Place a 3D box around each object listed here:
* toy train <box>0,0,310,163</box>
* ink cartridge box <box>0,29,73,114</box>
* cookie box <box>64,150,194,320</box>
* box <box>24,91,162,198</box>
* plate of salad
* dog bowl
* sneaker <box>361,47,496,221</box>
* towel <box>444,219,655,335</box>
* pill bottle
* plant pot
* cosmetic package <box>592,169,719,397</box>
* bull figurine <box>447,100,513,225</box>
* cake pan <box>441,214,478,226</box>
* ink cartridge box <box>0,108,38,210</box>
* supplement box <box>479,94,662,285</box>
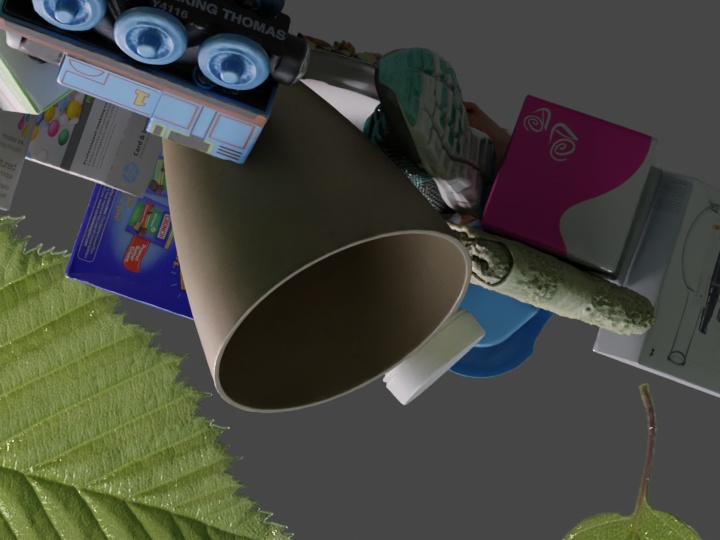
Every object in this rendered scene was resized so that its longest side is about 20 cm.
[{"bbox_3d":[-0.133,-0.146,1.365,0.199,0.087,0.114,19,142,-11],"label":"toy train"},{"bbox_3d":[-0.210,-0.168,1.506,0.067,0.117,0.200,55,168,-14],"label":"ink cartridge box"},{"bbox_3d":[-0.121,-0.043,1.801,0.199,0.172,0.075,19,-178,-7],"label":"cookie box"},{"bbox_3d":[-0.207,-0.150,1.656,0.041,0.157,0.200,22,178,-42],"label":"box"},{"bbox_3d":[-0.021,-0.139,1.595,0.199,0.048,0.200,14,170,2],"label":"plate of salad"},{"bbox_3d":[0.128,-0.004,1.746,0.112,0.200,0.050,47,-169,-7],"label":"dog bowl"},{"bbox_3d":[0.031,-0.087,1.516,0.091,0.078,0.200,0,155,18],"label":"sneaker"},{"bbox_3d":[0.108,0.002,1.570,0.148,0.037,0.200,20,180,-29],"label":"towel"},{"bbox_3d":[0.000,0.000,1.682,0.200,0.112,0.112,50,-177,6],"label":"pill bottle"},{"bbox_3d":[-0.052,-0.042,1.471,0.187,0.187,0.201,20,-145,-55],"label":"plant pot"},{"bbox_3d":[0.277,0.017,1.758,0.052,0.152,0.200,18,180,41],"label":"cosmetic package"},{"bbox_3d":[0.088,-0.078,1.767,0.065,0.121,0.200,54,-169,31],"label":"bull figurine"},{"bbox_3d":[0.046,-0.067,1.902,0.199,0.037,0.201,0,-145,0],"label":"cake pan"},{"bbox_3d":[-0.301,-0.161,1.604,0.084,0.201,0.144,15,177,35],"label":"ink cartridge box"},{"bbox_3d":[0.156,-0.053,1.598,0.101,0.104,0.200,20,-179,9],"label":"supplement box"}]
